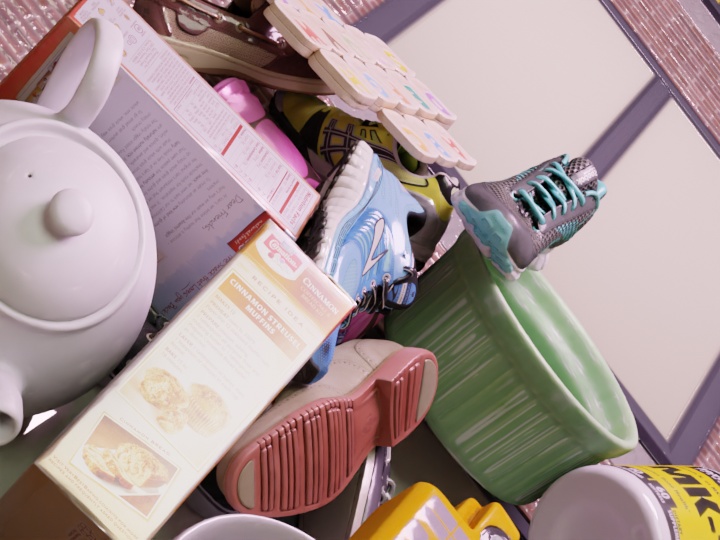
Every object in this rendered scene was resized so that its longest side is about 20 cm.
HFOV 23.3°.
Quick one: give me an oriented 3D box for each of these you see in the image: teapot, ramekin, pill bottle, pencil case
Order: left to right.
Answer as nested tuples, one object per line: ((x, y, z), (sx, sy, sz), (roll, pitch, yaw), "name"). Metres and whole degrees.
((-0.190, -0.019, 0.992), (0.196, 0.146, 0.202), (-26, 89, -37), "teapot")
((-0.062, -0.032, 1.227), (0.201, 0.093, 0.091), (54, 12, 4), "pencil case")
((0.105, 0.072, 1.271), (0.200, 0.097, 0.200), (48, 16, -18), "ramekin")
((0.219, 0.198, 1.257), (0.199, 0.114, 0.115), (7, 57, -50), "pill bottle")

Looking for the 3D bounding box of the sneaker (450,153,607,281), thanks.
((0.125, -0.049, 1.236), (0.078, 0.091, 0.200), (52, 15, 5), "sneaker")

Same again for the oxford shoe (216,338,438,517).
((-0.033, 0.096, 1.102), (0.073, 0.072, 0.199), (19, 26, 32), "oxford shoe")

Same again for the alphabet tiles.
((0.004, -0.148, 1.278), (0.196, 0.015, 0.200), (49, 17, 17), "alphabet tiles")

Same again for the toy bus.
((0.019, 0.191, 1.024), (0.079, 0.065, 0.200), (51, 37, -2), "toy bus")

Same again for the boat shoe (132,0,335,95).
((-0.078, -0.178, 1.297), (0.198, 0.073, 0.072), (9, 13, -27), "boat shoe")

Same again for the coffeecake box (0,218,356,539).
((-0.111, 0.084, 0.976), (0.073, 0.153, 0.200), (43, 57, -3), "coffeecake box")

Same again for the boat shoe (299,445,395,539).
((0.006, 0.134, 1.184), (0.062, 0.073, 0.201), (34, 36, -23), "boat shoe")

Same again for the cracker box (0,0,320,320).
((-0.142, -0.068, 1.126), (0.200, 0.134, 0.058), (45, 37, -13), "cracker box")

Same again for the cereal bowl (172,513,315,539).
((-0.067, 0.248, 1.006), (0.199, 0.083, 0.202), (28, 45, -31), "cereal bowl")

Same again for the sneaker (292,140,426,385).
((0.000, 0.000, 1.127), (0.090, 0.078, 0.201), (34, 44, -10), "sneaker")

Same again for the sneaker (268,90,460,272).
((0.006, -0.083, 1.304), (0.200, 0.077, 0.075), (47, 13, 33), "sneaker")

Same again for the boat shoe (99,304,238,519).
((-0.122, 0.065, 1.108), (0.201, 0.056, 0.069), (54, 37, -1), "boat shoe")
